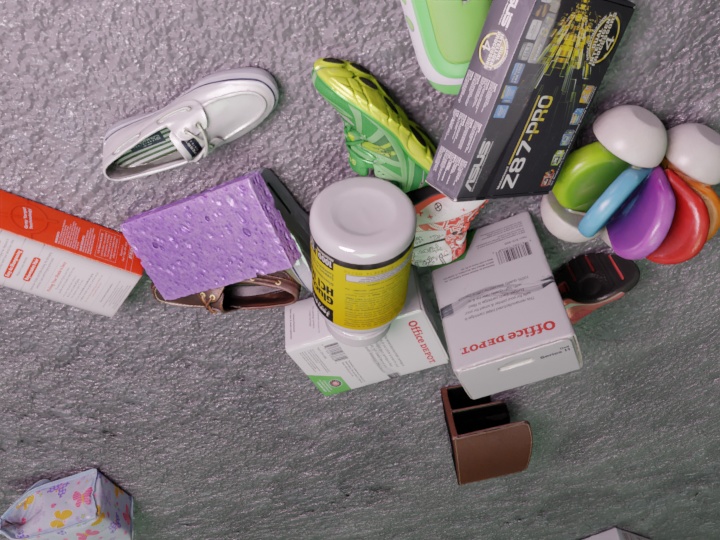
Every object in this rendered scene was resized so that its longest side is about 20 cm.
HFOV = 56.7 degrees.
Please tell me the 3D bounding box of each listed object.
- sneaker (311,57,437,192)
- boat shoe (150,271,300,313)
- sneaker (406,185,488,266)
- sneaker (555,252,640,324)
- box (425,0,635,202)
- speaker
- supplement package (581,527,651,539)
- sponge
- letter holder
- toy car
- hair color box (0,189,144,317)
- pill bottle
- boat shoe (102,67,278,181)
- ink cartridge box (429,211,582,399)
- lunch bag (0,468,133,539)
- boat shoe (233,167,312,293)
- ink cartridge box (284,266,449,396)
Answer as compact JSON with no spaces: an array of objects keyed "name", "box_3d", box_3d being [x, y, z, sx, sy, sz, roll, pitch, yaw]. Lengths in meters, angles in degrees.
[{"name":"sneaker","box_3d":[0.013,-0.140,0.702,0.084,0.074,0.200,-32,134,21]},{"name":"boat shoe","box_3d":[-0.176,0.021,0.866,0.200,0.070,0.070,-8,140,3]},{"name":"sneaker","box_3d":[0.114,-0.074,0.799,0.201,0.067,0.108,-28,136,27]},{"name":"sneaker","box_3d":[0.308,0.037,0.965,0.200,0.074,0.087,-29,148,29]},{"name":"box","box_3d":[0.158,-0.165,0.623,0.161,0.049,0.200,-8,128,-41]},{"name":"speaker","box_3d":[0.073,-0.253,0.572,0.088,0.089,0.200,-15,139,10]},{"name":"supplement package","box_3d":[0.722,0.830,1.856,0.200,0.151,0.152,28,129,-33]},{"name":"sponge","box_3d":[-0.176,-0.034,0.771,0.200,0.030,0.112,-14,115,28]},{"name":"letter holder","box_3d":[0.230,0.292,1.211,0.142,0.101,0.200,-12,139,3]},{"name":"toy car","box_3d":[0.318,-0.075,0.758,0.200,0.150,0.175,10,137,-18]},{"name":"hair color box","box_3d":[-0.373,-0.019,0.799,0.200,0.061,0.102,22,132,-31]},{"name":"pill bottle","box_3d":[0.000,0.000,0.759,0.112,0.113,0.200,-3,142,-4]},{"name":"boat shoe","box_3d":[-0.173,-0.138,0.683,0.200,0.067,0.074,-21,138,16]},{"name":"ink cartridge box","box_3d":[0.176,0.043,0.837,0.146,0.200,0.083,-19,138,14]},{"name":"lunch bag","box_3d":[-0.574,0.486,1.308,0.200,0.127,0.170,-19,141,-1]},{"name":"boat shoe","box_3d":[-0.095,-0.043,0.815,0.062,0.072,0.200,-11,131,26]},{"name":"ink cartridge box","box_3d":[0.011,0.092,0.960,0.200,0.084,0.146,-17,138,12]}]
